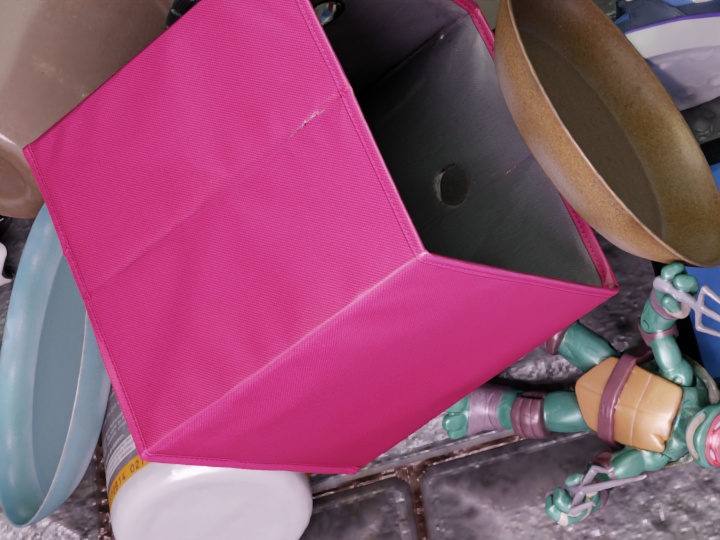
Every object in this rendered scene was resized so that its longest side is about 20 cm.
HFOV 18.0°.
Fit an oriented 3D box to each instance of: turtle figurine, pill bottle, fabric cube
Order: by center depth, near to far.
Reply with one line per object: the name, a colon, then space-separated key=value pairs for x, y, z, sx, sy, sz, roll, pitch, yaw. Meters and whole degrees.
fabric cube: x=-0.021 y=-0.028 z=1.206 sx=0.199 sy=0.196 sz=0.201 roll=-36 pitch=66 yaw=28
turtle figurine: x=0.140 y=0.071 z=1.241 sx=0.199 sy=0.101 sz=0.151 roll=17 pitch=82 yaw=39
pill bottle: x=-0.096 y=0.068 z=1.323 sx=0.116 sy=0.117 sz=0.201 roll=-18 pitch=50 yaw=7

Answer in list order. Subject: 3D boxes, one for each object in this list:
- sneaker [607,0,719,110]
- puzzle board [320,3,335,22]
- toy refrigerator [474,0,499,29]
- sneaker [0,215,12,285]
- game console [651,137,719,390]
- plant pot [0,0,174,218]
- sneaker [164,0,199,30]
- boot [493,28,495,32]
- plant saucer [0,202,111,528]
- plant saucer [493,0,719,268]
sneaker: x=0.201 y=-0.186 z=1.409 sx=0.199 sy=0.081 sz=0.147 roll=-17 pitch=63 yaw=-1
puzzle board: x=-0.011 y=-0.178 z=1.401 sx=0.017 sy=0.151 sz=0.202 roll=9 pitch=94 yaw=1
toy refrigerator: x=0.049 y=-0.208 z=1.447 sx=0.070 sy=0.076 sz=0.200 roll=-41 pitch=20 yaw=25
sneaker: x=-0.269 y=-0.061 z=1.527 sx=0.079 sy=0.074 sz=0.201 roll=-6 pitch=56 yaw=-1
game console: x=0.245 y=-0.037 z=1.277 sx=0.117 sy=0.171 sz=0.201 roll=-1 pitch=50 yaw=-13
plant pot: x=-0.207 y=-0.133 z=1.455 sx=0.199 sy=0.201 sz=0.176 roll=8 pitch=61 yaw=26
sneaker: x=-0.055 y=-0.188 z=1.392 sx=0.074 sy=0.200 sz=0.087 roll=35 pitch=37 yaw=3
boot: x=0.064 y=-0.108 z=1.420 sx=0.095 sy=0.074 sz=0.201 roll=-5 pitch=54 yaw=9
plant saucer: x=-0.179 y=0.053 z=1.346 sx=0.027 sy=0.201 sz=0.201 roll=9 pitch=47 yaw=-22
plant saucer: x=0.132 y=-0.079 z=1.258 sx=0.035 sy=0.200 sz=0.201 roll=-35 pitch=46 yaw=24
